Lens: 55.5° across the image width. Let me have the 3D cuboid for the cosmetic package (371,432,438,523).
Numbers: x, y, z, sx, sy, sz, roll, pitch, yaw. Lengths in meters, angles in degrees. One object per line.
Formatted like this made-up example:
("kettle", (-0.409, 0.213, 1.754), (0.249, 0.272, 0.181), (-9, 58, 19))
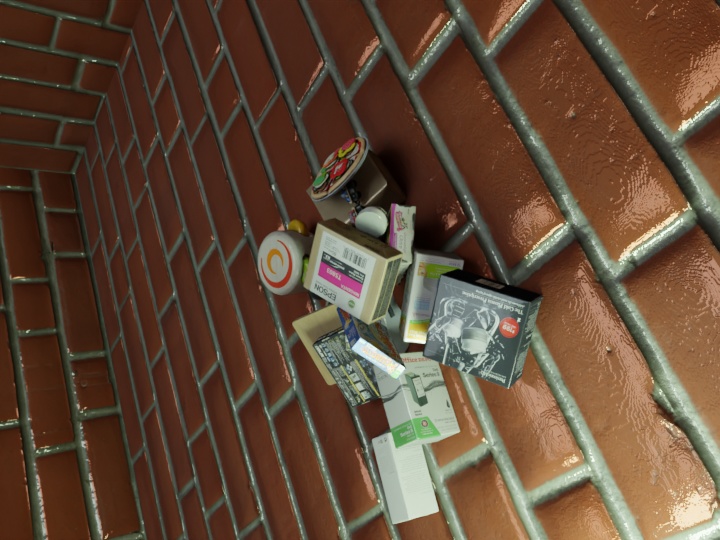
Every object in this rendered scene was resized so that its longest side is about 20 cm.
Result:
("cosmetic package", (0.107, 0.491, 1.647), (0.071, 0.100, 0.203), (-35, 63, 45))

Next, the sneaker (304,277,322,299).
("sneaker", (-0.108, 0.034, 1.854), (0.201, 0.073, 0.086), (102, 158, -56))

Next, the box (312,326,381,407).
("box", (-0.008, 0.236, 1.734), (0.160, 0.049, 0.201), (-28, 98, 36))

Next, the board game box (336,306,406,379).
("board game box", (0.021, 0.150, 1.534), (0.035, 0.135, 0.200), (-50, 23, 10))

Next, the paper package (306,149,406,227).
("paper package", (-0.014, -0.195, 1.754), (0.200, 0.103, 0.192), (-42, 56, 16))

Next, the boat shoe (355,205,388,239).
("boat shoe", (0.028, -0.110, 1.542), (0.064, 0.070, 0.200), (-64, -2, -17))

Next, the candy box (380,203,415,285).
("candy box", (0.082, -0.057, 1.620), (0.200, 0.060, 0.139), (110, 165, -72))

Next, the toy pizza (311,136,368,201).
("toy pizza", (-0.058, -0.254, 1.672), (0.200, 0.032, 0.201), (-39, 28, 24))

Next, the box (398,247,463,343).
("box", (0.158, 0.059, 1.556), (0.101, 0.111, 0.203), (-110, 29, -79))

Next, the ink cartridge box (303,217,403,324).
("ink cartridge box", (-0.020, 0.000, 1.524), (0.198, 0.075, 0.167), (27, 116, 27))

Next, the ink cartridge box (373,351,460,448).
("ink cartridge box", (0.128, 0.295, 1.586), (0.084, 0.145, 0.203), (-36, 62, 42))

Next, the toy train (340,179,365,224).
("toy train", (-0.005, -0.131, 1.656), (0.045, 0.034, 0.203), (-18, 96, 24))

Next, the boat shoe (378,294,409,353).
("boat shoe", (0.066, 0.112, 1.694), (0.065, 0.073, 0.203), (18, 129, 61))

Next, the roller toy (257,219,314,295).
("roller toy", (-0.199, -0.028, 2.001), (0.182, 0.139, 0.202), (-41, 69, 36))

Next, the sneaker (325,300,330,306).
("sneaker", (-0.024, 0.085, 1.834), (0.107, 0.074, 0.201), (52, 126, 37))

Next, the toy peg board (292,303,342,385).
("toy peg board", (-0.041, 0.171, 1.809), (0.198, 0.098, 0.202), (-24, 101, 34))

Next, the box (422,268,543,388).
("box", (0.251, 0.116, 1.420), (0.198, 0.104, 0.185), (17, 105, 26))
